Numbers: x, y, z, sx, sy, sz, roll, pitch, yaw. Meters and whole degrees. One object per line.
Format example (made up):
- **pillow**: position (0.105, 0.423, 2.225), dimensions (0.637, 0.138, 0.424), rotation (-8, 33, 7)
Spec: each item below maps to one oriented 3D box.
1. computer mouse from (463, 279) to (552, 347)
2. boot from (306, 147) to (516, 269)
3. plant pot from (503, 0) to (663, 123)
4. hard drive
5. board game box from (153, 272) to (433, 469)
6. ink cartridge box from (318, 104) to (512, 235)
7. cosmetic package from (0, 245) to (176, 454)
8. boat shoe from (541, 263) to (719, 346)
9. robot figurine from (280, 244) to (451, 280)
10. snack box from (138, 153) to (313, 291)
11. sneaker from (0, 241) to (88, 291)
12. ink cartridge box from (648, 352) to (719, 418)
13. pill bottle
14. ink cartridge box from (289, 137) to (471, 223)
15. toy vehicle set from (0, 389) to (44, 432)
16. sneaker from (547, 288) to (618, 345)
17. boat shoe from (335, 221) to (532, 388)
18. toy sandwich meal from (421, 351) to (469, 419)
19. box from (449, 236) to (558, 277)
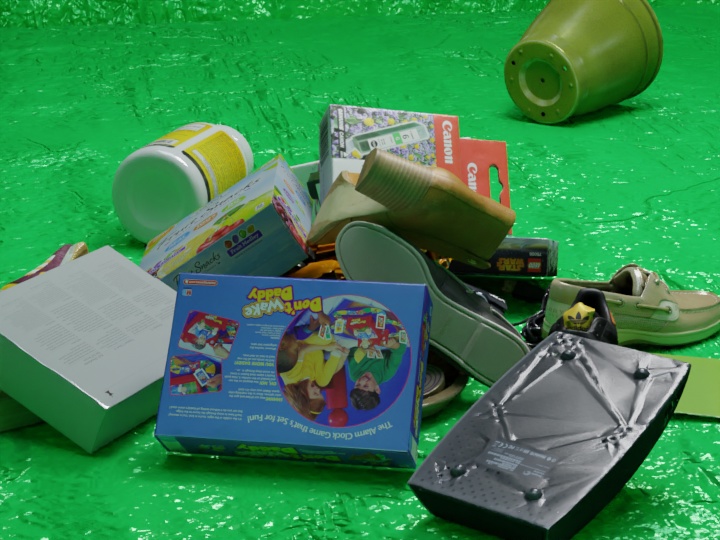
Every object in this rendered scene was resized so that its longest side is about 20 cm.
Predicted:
- **computer mouse**: position (0.107, 0.022, 1.619), dimensions (0.198, 0.046, 0.140), rotation (7, 20, 24)
- **boot**: position (0.043, -0.036, 1.472), dimensions (0.143, 0.071, 0.201), rotation (27, -21, -12)
- **plant pot**: position (0.311, -0.310, 2.488), dimensions (0.199, 0.202, 0.193), rotation (12, 33, 36)
- **hard drive**: position (0.140, 0.122, 1.219), dimensions (0.134, 0.043, 0.200), rotation (13, 40, 37)
- **board game box**: position (-0.050, 0.076, 1.304), dimensions (0.198, 0.136, 0.045), rotation (3, -21, 11)
- **ink cartridge box**: position (0.060, -0.097, 1.659), dimensions (0.198, 0.110, 0.050), rotation (4, -22, -15)
- **cosmetic package**: position (-0.217, 0.061, 1.408), dimensions (0.150, 0.052, 0.200), rotation (31, 27, 17)
- **boat shoe**: position (0.255, 0.029, 1.545), dimensions (0.198, 0.066, 0.072), rotation (-4, 16, -28)
- **robot figurine**: position (0.000, 0.000, 1.576), dimensions (0.198, 0.059, 0.145), rotation (-9, 28, 22)
- **snack box**: position (-0.130, -0.020, 1.604), dimensions (0.168, 0.068, 0.200), rotation (-33, 13, 8)
- **sneaker**: position (-0.297, 0.024, 1.584), dimensions (0.089, 0.076, 0.200), rotation (-17, 6, 2)
- **ink cartridge box**: position (0.317, 0.066, 1.416), dimensions (0.198, 0.077, 0.148), rotation (4, 17, 10)
- **pill bottle**: position (-0.195, -0.105, 1.930), dimensions (0.111, 0.114, 0.200), rotation (5, 17, 17)
- **ink cartridge box**: position (0.010, -0.083, 1.801), dimensions (0.144, 0.085, 0.199), rotation (-11, 2, -41)
- **toy vehicle set**: position (-0.352, 0.109, 1.387), dimensions (0.199, 0.027, 0.124), rotation (-12, 20, -33)
- **sneaker**: position (0.169, 0.076, 1.365), dimensions (0.069, 0.091, 0.200), rotation (4, 18, 14)
- **boat shoe**: position (0.062, 0.033, 1.418), dimensions (0.199, 0.067, 0.057), rotation (38, 5, 10)
- **toy sandwich meal**: position (-0.007, 0.071, 1.423), dimensions (0.203, 0.071, 0.205), rotation (-1, 17, 0)
- **box**: position (0.095, -0.016, 1.692), dimensions (0.198, 0.040, 0.137), rotation (2, 1, 11)
